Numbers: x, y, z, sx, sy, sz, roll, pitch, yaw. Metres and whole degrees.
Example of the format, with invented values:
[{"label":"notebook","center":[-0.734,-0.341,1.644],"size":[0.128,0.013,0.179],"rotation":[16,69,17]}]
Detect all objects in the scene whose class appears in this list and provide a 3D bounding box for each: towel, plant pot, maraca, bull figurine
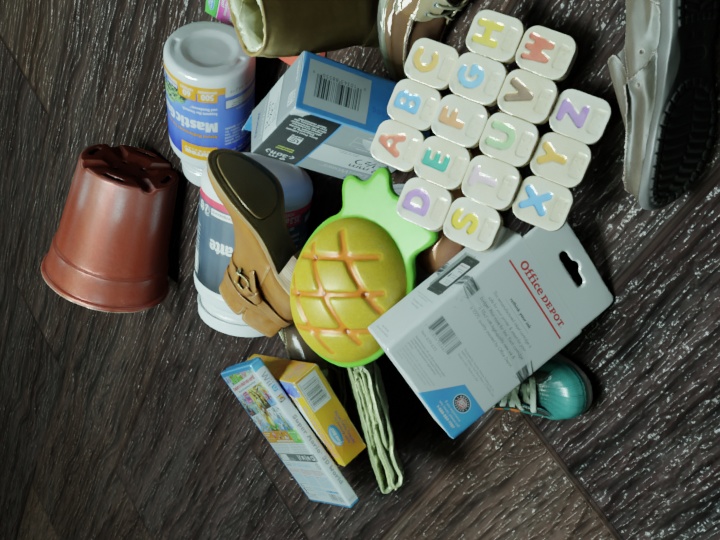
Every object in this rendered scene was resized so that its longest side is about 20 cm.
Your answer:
[{"label":"towel","center":[0.014,0.159,0.994],"size":[0.200,0.036,0.151],"rotation":[-140,36,-82]},{"label":"plant pot","center":[-0.369,-0.073,1.317],"size":[0.200,0.199,0.197],"rotation":[39,121,33]},{"label":"maraca","center":[0.000,0.000,0.849],"size":[0.136,0.107,0.202],"rotation":[33,110,20]},{"label":"bull figurine","center":[0.097,-0.091,0.844],"size":[0.121,0.064,0.202],"rotation":[47,118,52]}]

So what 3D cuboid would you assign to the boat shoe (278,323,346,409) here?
[{"label":"boat shoe","center":[-0.055,0.106,1.063],"size":[0.075,0.074,0.205],"rotation":[-100,-7,-63]}]

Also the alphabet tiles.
[{"label":"alphabet tiles","center":[0.110,-0.124,0.764],"size":[0.194,0.015,0.202],"rotation":[25,96,21]}]

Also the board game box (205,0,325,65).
[{"label":"board game box","center":[-0.107,-0.349,1.024],"size":[0.199,0.040,0.155],"rotation":[38,129,35]}]

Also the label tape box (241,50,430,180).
[{"label":"label tape box","center":[-0.033,-0.140,0.897],"size":[0.200,0.141,0.067],"rotation":[153,127,-62]}]

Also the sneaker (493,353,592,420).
[{"label":"sneaker","center":[0.135,0.114,0.875],"size":[0.198,0.079,0.073],"rotation":[11,111,46]}]

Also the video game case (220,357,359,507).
[{"label":"video game case","center":[-0.088,0.196,1.036],"size":[0.201,0.018,0.143],"rotation":[55,156,-5]}]

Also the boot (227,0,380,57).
[{"label":"boot","center":[-0.043,-0.293,0.843],"size":[0.066,0.198,0.177],"rotation":[-29,77,48]}]

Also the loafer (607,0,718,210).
[{"label":"loafer","center":[0.237,-0.151,0.688],"size":[0.071,0.072,0.203],"rotation":[23,115,54]}]

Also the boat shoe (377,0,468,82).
[{"label":"boat shoe","center":[0.068,-0.272,0.828],"size":[0.071,0.075,0.203],"rotation":[28,124,37]}]

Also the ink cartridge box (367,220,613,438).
[{"label":"ink cartridge box","center":[0.121,0.042,0.801],"size":[0.116,0.199,0.067],"rotation":[53,175,-19]}]

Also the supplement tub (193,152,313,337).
[{"label":"supplement tub","center":[-0.138,-0.034,1.090],"size":[0.140,0.139,0.203],"rotation":[33,126,37]}]

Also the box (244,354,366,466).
[{"label":"box","center":[-0.082,0.164,1.048],"size":[0.199,0.041,0.120],"rotation":[-5,119,59]}]

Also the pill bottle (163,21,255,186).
[{"label":"pill bottle","center":[-0.190,-0.201,1.097],"size":[0.112,0.111,0.201],"rotation":[48,150,26]}]

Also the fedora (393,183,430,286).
[{"label":"fedora","center":[0.020,0.009,0.963],"size":[0.177,0.090,0.201],"rotation":[50,134,25]}]

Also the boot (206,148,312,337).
[{"label":"boot","center":[-0.128,-0.024,0.978],"size":[0.201,0.073,0.155],"rotation":[52,138,6]}]
